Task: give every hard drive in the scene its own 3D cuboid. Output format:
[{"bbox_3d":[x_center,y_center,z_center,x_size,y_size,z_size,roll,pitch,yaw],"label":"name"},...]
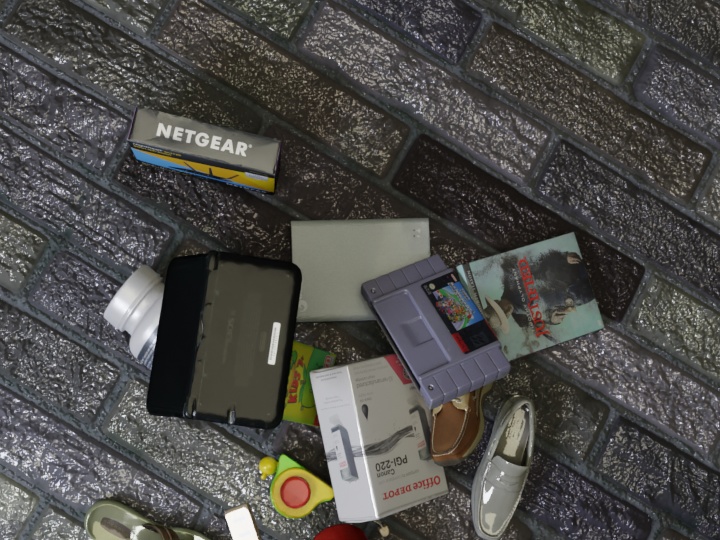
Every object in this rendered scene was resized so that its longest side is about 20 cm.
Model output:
[{"bbox_3d":[0.000,0.000,1.581,0.196,0.033,0.143,-2,84,-5],"label":"hard drive"}]

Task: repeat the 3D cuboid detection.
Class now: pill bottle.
[{"bbox_3d":[-0.238,0.089,1.506,0.199,0.120,0.120,39,82,-1],"label":"pill bottle"}]

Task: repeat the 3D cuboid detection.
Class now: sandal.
[{"bbox_3d":[-0.278,0.370,1.505,0.198,0.057,0.081,22,83,-3],"label":"sandal"}]

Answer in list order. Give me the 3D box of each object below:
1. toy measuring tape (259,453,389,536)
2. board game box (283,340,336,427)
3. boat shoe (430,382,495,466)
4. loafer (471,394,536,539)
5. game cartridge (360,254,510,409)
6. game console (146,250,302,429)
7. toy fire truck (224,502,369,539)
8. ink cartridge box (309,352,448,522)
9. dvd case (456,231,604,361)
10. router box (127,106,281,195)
[{"bbox_3d":[-0.058,0.321,1.525,0.198,0.074,0.074,34,82,0],"label":"toy measuring tape"},{"bbox_3d":[-0.108,0.140,1.477,0.047,0.199,0.104,9,82,30],"label":"board game box"},{"bbox_3d":[0.126,0.170,1.508,0.075,0.201,0.074,-16,122,29],"label":"boat shoe"},{"bbox_3d":[0.198,0.271,1.552,0.069,0.070,0.204,13,83,-4],"label":"loafer"},{"bbox_3d":[0.100,0.075,1.497,0.128,0.039,0.201,-23,59,-14],"label":"game cartridge"},{"bbox_3d":[-0.170,0.086,1.394,0.172,0.116,0.204,8,81,-5],"label":"game console"},{"bbox_3d":[-0.076,0.380,1.455,0.175,0.129,0.201,-34,131,-2],"label":"toy fire truck"},{"bbox_3d":[0.025,0.218,1.504,0.144,0.084,0.204,-8,86,-44],"label":"ink cartridge box"},{"bbox_3d":[0.239,0.039,1.573,0.197,0.022,0.149,-15,85,-25],"label":"dvd case"},{"bbox_3d":[-0.206,-0.158,1.521,0.196,0.149,0.052,13,82,-3],"label":"router box"}]
